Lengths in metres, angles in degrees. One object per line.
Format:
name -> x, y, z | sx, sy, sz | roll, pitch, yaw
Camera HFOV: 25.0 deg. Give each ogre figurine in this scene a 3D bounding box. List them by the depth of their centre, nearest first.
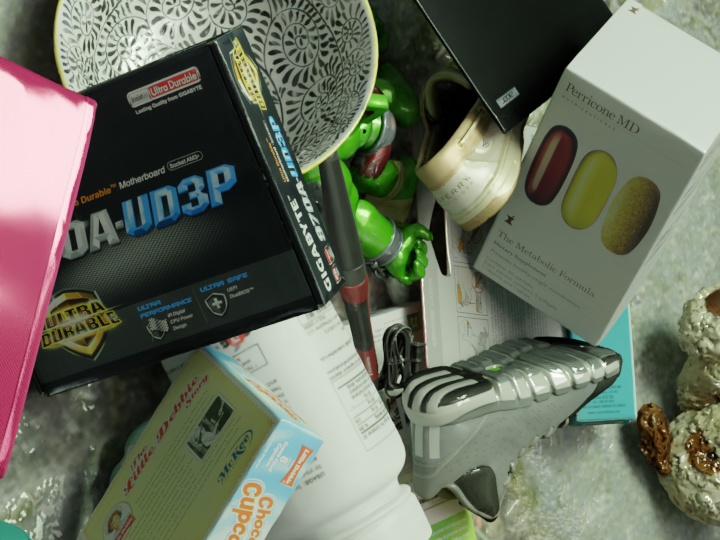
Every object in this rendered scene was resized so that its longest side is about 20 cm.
ogre figurine -> -0.009, -0.098, 1.126 | 0.119, 0.098, 0.202 | 15, 80, -51

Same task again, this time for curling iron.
curling iron -> 0.000, 0.000, 1.084 | 0.049, 0.025, 0.201 | -39, 125, -30

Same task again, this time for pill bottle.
pill bottle -> -0.041, 0.099, 1.025 | 0.113, 0.113, 0.201 | -28, 91, -43

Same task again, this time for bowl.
bowl -> -0.093, -0.124, 1.029 | 0.199, 0.094, 0.203 | 3, 68, -8

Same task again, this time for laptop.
laptop -> 0.062, -0.196, 1.172 | 0.177, 0.199, 0.104 | -38, 131, -43

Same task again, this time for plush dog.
plush dog -> 0.318, 0.135, 1.394 | 0.199, 0.160, 0.172 | 35, 71, -2

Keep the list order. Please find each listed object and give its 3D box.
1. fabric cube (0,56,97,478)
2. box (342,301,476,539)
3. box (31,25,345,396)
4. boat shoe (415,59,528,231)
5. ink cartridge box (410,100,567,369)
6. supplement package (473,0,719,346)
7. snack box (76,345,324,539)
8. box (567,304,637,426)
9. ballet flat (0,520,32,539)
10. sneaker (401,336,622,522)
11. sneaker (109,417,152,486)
fabric cube -> -0.278, -0.015, 0.782 | 0.198, 0.199, 0.198 | 24, 67, -36
box -> 0.008, 0.134, 1.143 | 0.144, 0.036, 0.202 | -14, 91, -44
box -> -0.126, -0.030, 0.930 | 0.160, 0.199, 0.046 | 68, 23, -11
boat shoe -> 0.077, -0.116, 1.148 | 0.069, 0.074, 0.201 | 37, 35, -21
ink cartridge box -> 0.086, -0.018, 1.233 | 0.175, 0.044, 0.202 | 7, 76, -46
supplement package -> 0.177, -0.068, 1.147 | 0.113, 0.201, 0.110 | 32, 47, 12
snack box -> -0.108, 0.151, 0.914 | 0.037, 0.116, 0.201 | 30, 92, -35
box -> 0.188, 0.021, 1.298 | 0.082, 0.049, 0.202 | 58, 29, -81
ballet flat -> -0.270, 0.157, 0.864 | 0.199, 0.067, 0.063 | 15, 100, -38
sneaker -> 0.106, 0.118, 1.166 | 0.199, 0.075, 0.117 | -10, 109, -37
sneaker -> -0.081, 0.185, 0.971 | 0.077, 0.139, 0.202 | -3, 85, -43
